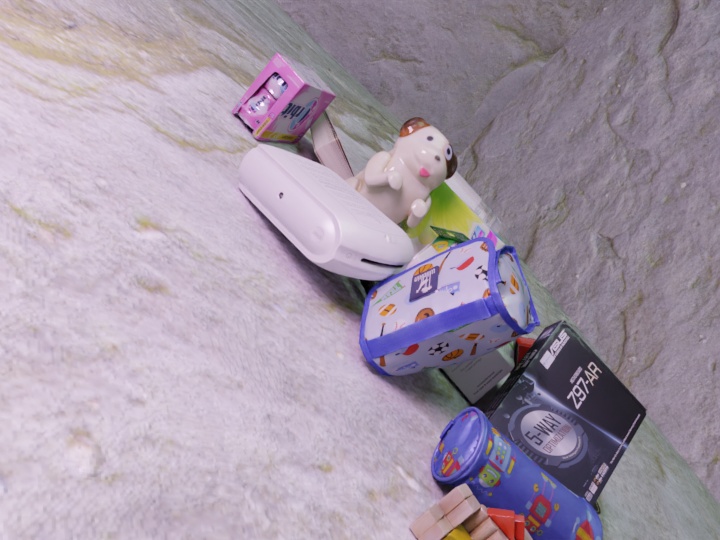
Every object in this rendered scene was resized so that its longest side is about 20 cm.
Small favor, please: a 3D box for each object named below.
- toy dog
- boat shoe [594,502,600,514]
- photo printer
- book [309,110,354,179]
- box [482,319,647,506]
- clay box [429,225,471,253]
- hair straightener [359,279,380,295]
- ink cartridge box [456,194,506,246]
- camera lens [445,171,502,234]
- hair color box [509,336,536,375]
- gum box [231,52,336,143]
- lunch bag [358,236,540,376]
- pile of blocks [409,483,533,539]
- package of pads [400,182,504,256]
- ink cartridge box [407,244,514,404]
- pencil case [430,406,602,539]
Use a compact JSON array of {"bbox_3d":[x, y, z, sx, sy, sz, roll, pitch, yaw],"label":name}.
[{"bbox_3d":[0.065,-0.138,0.991,0.140,0.199,0.195,45,24,-9],"label":"toy dog"},{"bbox_3d":[0.261,0.263,0.821,0.199,0.070,0.071,42,15,-21],"label":"boat shoe"},{"bbox_3d":[-0.035,-0.062,0.748,0.200,0.070,0.165,43,19,31],"label":"photo printer"},{"bbox_3d":[-0.048,-0.214,1.153,0.202,0.047,0.135,-108,172,-55],"label":"book"},{"bbox_3d":[0.242,0.188,0.763,0.161,0.200,0.044,47,-27,2],"label":"box"},{"bbox_3d":[0.183,0.014,1.015,0.200,0.048,0.114,46,-9,-23],"label":"clay box"},{"bbox_3d":[0.000,0.000,0.840,0.076,0.041,0.203,27,30,-49],"label":"hair straightener"},{"bbox_3d":[0.166,-0.063,1.206,0.199,0.144,0.085,39,17,-26],"label":"ink cartridge box"},{"bbox_3d":[0.202,-0.122,1.412,0.200,0.160,0.160,46,16,-2],"label":"camera lens"},{"bbox_3d":[0.254,0.157,0.927,0.059,0.105,0.200,8,-2,14],"label":"hair color box"},{"bbox_3d":[-0.121,-0.275,1.018,0.066,0.114,0.200,45,15,2],"label":"gum box"},{"bbox_3d":[0.102,0.045,0.708,0.199,0.167,0.127,-12,79,-66],"label":"lunch bag"},{"bbox_3d":[0.129,0.247,0.530,0.199,0.062,0.083,38,18,-28],"label":"pile of blocks"},{"bbox_3d":[0.145,-0.041,1.094,0.199,0.157,0.068,40,-14,-25],"label":"package of pads"},{"bbox_3d":[0.130,0.070,0.908,0.201,0.084,0.146,48,16,5],"label":"ink cartridge box"},{"bbox_3d":[0.156,0.222,0.626,0.199,0.079,0.087,41,-4,-18],"label":"pencil case"}]
